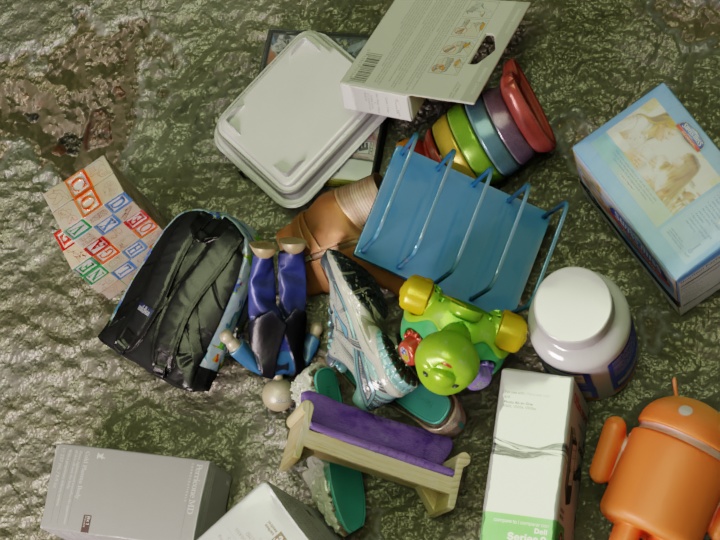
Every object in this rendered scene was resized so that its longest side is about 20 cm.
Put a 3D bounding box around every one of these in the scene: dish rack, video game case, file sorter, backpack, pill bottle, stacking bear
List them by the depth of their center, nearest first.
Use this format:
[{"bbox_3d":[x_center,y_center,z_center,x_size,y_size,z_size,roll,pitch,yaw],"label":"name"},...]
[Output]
[{"bbox_3d":[0.240,0.065,1.615,0.110,0.200,0.114,-5,70,13],"label":"pill bottle"},{"bbox_3d":[0.114,-0.050,1.666,0.198,0.123,0.140,23,78,-4],"label":"file sorter"},{"bbox_3d":[0.121,-0.146,1.772,0.198,0.122,0.114,-29,103,15],"label":"stacking bear"},{"bbox_3d":[-0.197,0.024,1.791,0.162,0.153,0.202,23,100,26],"label":"backpack"},{"bbox_3d":[-0.076,-0.196,1.848,0.200,0.044,0.171,-46,65,-5],"label":"dish rack"},{"bbox_3d":[-0.050,-0.205,1.881,0.178,0.026,0.203,6,74,17],"label":"video game case"}]

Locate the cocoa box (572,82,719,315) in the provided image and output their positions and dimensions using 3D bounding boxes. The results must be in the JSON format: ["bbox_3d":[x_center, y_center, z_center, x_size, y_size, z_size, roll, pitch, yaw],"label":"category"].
[{"bbox_3d":[0.349,-0.079,1.672,0.133,0.131,0.201,-35,67,1],"label":"cocoa box"}]

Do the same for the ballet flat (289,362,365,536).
[{"bbox_3d":[-0.041,0.209,1.720,0.071,0.072,0.203,-13,75,10],"label":"ballet flat"}]

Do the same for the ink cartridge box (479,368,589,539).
[{"bbox_3d":[0.188,0.222,1.605,0.083,0.146,0.203,5,73,17],"label":"ink cartridge box"}]

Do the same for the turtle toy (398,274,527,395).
[{"bbox_3d":[0.098,0.076,1.592,0.144,0.200,0.102,22,94,4],"label":"turtle toy"}]

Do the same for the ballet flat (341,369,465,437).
[{"bbox_3d":[0.045,0.132,1.713,0.200,0.067,0.068,38,92,37],"label":"ballet flat"}]

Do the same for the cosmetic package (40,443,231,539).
[{"bbox_3d":[-0.260,0.270,1.743,0.197,0.090,0.108,1,69,19],"label":"cosmetic package"}]

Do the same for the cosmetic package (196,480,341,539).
[{"bbox_3d":[-0.087,0.355,1.604,0.166,0.200,0.168,-41,67,-1],"label":"cosmetic package"}]

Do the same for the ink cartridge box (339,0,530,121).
[{"bbox_3d":[0.093,-0.258,1.798,0.174,0.045,0.201,12,50,23],"label":"ink cartridge box"}]

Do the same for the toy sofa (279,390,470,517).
[{"bbox_3d":[0.017,0.196,1.651,0.198,0.083,0.099,19,70,-8],"label":"toy sofa"}]

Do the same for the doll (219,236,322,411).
[{"bbox_3d":[-0.102,0.066,1.750,0.048,0.135,0.203,20,115,57],"label":"doll"}]

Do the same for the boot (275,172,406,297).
[{"bbox_3d":[0.000,0.000,1.776,0.154,0.074,0.202,-28,88,23],"label":"boot"}]

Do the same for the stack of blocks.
[{"bbox_3d":[-0.307,-0.049,1.802,0.114,0.200,0.059,-34,67,0],"label":"stack of blocks"}]

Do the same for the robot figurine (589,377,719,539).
[{"bbox_3d":[0.326,0.220,1.585,0.143,0.116,0.202,16,75,45],"label":"robot figurine"}]

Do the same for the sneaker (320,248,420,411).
[{"bbox_3d":[-0.012,0.066,1.684,0.086,0.077,0.201,-37,59,20],"label":"sneaker"}]
